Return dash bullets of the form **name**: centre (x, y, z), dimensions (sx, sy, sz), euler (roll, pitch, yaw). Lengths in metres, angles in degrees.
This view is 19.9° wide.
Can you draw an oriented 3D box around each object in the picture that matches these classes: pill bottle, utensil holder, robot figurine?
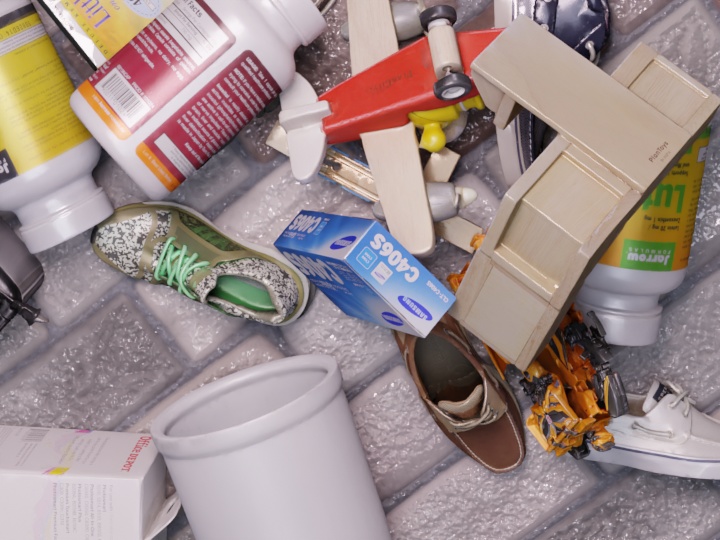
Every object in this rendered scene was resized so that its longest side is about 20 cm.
- **pill bottle**: centre (-0.286, -0.121, 1.719), dimensions (0.111, 0.112, 0.201), euler (-24, 99, 10)
- **pill bottle**: centre (-0.126, -0.161, 1.643), dimensions (0.200, 0.113, 0.113), euler (-41, 97, -1)
- **pill bottle**: centre (0.221, -0.045, 1.694), dimensions (0.110, 0.111, 0.202), euler (8, 104, 3)
- **utensil holder**: centre (-0.067, 0.196, 1.748), dimensions (0.169, 0.170, 0.202), euler (-17, 104, 8)
- **robot figurine**: centre (0.148, 0.064, 1.689), dimensions (0.058, 0.145, 0.201), euler (-20, 70, -23)

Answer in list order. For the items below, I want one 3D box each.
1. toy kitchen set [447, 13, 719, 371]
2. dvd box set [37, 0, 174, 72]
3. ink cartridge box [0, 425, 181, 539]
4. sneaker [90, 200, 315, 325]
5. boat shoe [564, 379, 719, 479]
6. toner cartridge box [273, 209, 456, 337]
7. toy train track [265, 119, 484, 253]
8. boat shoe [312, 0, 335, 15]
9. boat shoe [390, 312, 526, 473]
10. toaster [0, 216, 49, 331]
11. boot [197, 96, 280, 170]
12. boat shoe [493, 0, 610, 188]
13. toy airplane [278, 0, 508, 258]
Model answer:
- **toy kitchen set**: centre (0.142, -0.075, 1.602), dimensions (0.163, 0.200, 0.181), euler (38, 147, 10)
- **dvd box set**: centre (-0.186, -0.281, 1.678), dimensions (0.200, 0.029, 0.147), euler (-40, 94, -10)
- **ink cartridge box**: centre (-0.250, 0.216, 1.784), dimensions (0.198, 0.129, 0.126), euler (3, 103, 5)
- **sneaker**: centre (-0.137, -0.003, 1.745), dimensions (0.198, 0.089, 0.078), euler (17, 104, 1)
- **boat shoe**: centre (0.256, 0.130, 1.756), dimensions (0.198, 0.071, 0.070), euler (9, 106, 10)
- **toner cartridge box**: centre (0.000, 0.000, 1.671), dimensions (0.095, 0.200, 0.043), euler (42, 81, -16)
- **toy train track**: centre (0.013, -0.071, 1.745), dimensions (0.199, 0.033, 0.115), euler (28, 94, 3)
- **boat shoe**: centre (-0.027, -0.287, 1.687), dimensions (0.071, 0.060, 0.201), euler (27, 103, -2)
- **boat shoe**: centre (0.083, 0.105, 1.740), dimensions (0.075, 0.072, 0.201), euler (-29, 119, 11)
- **toaster**: centre (-0.384, 0.013, 1.754), dimensions (0.181, 0.119, 0.200), euler (-40, 96, 13)
- **boot**: centre (-0.147, -0.196, 1.725), dimensions (0.130, 0.068, 0.200), euler (-38, 100, 2)
- **boat shoe**: centre (0.160, -0.167, 1.689), dimensions (0.092, 0.075, 0.202), euler (0, 102, 13)
- **toy airplane**: centre (0.031, -0.132, 1.674), dimensions (0.198, 0.141, 0.201), euler (30, 95, 35)
